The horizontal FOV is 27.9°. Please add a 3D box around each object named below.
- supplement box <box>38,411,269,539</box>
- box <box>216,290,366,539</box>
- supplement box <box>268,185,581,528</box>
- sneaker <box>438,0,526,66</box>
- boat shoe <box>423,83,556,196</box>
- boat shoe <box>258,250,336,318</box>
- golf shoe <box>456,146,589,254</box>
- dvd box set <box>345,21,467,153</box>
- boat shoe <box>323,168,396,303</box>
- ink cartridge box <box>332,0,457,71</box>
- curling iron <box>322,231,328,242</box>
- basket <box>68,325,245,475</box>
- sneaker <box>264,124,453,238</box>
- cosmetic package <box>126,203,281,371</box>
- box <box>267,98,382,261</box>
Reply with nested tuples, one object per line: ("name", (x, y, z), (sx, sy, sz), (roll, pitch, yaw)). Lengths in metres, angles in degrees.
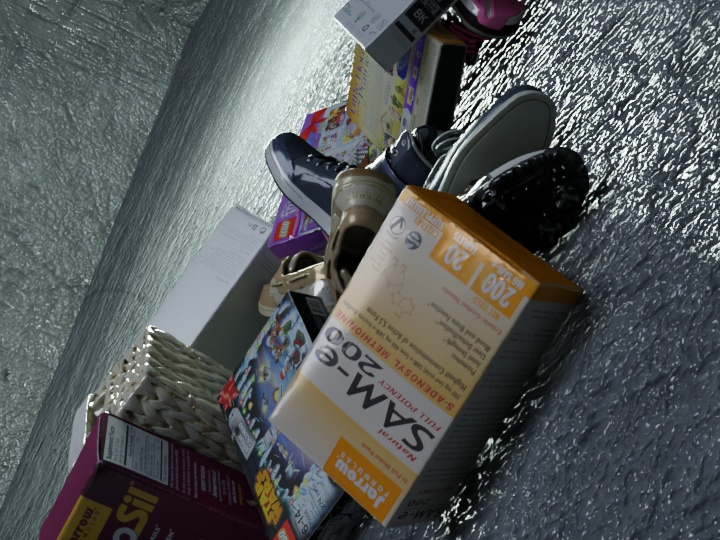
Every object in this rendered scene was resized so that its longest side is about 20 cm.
("supplement box", (-0.167, 0.234, 1.277), (0.131, 0.200, 0.103), (-61, 16, 13))
("box", (-0.049, 0.134, 1.217), (0.137, 0.040, 0.200), (-56, 40, 27))
("supplement box", (0.042, 0.060, 1.000), (0.126, 0.073, 0.200), (38, 106, 29))
("sneaker", (0.101, -0.235, 1.402), (0.200, 0.074, 0.088), (-121, 52, -70))
("boat shoe", (0.092, -0.077, 1.178), (0.062, 0.075, 0.200), (-101, 30, -48))
("boat shoe", (-0.052, 0.015, 1.455), (0.200, 0.074, 0.069), (-177, 85, -67))
("golf shoe", (0.100, -0.045, 1.089), (0.200, 0.078, 0.095), (-46, 23, 45))
("dvd box set", (0.040, -0.183, 1.411), (0.200, 0.029, 0.147), (-127, 42, -56))
("boat shoe", (0.000, 0.000, 1.236), (0.200, 0.071, 0.065), (83, -170, -52))
("ink cartridge box", (0.068, -0.280, 1.343), (0.200, 0.039, 0.099), (-45, 33, 7))
("curling iron", (-0.017, -0.042, 1.408), (0.050, 0.026, 0.200), (-43, 46, 16))
("basket", (-0.159, 0.162, 1.378), (0.123, 0.200, 0.136), (-54, 17, 14))
("sneaker", (0.007, -0.096, 1.335), (0.202, 0.077, 0.146), (48, 120, 25))
("cosmetic package", (-0.144, 0.046, 1.566), (0.081, 0.113, 0.200), (28, 76, 41))
("box", (-0.014, -0.105, 1.520), (0.137, 0.039, 0.200), (-17, 42, 32))
